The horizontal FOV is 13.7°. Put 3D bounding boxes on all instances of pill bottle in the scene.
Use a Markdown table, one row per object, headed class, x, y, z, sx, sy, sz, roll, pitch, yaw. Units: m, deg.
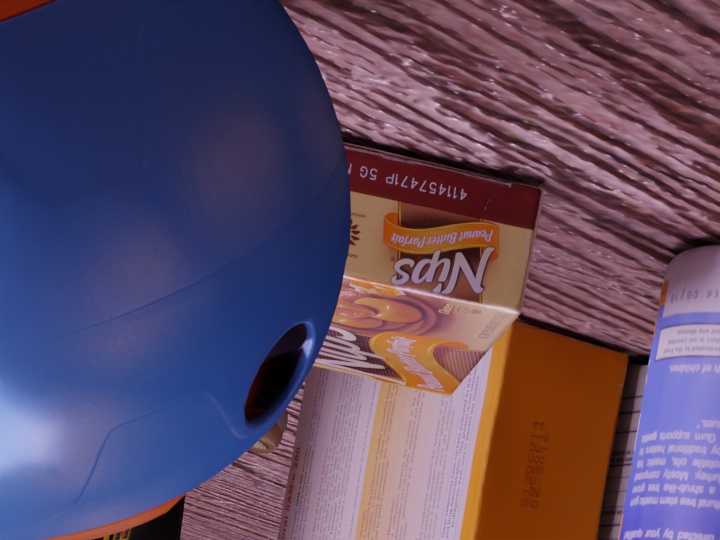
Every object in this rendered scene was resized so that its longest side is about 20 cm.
| class | x | y | z | sx | sy | sz | roll | pitch | yaw |
| --- | --- | --- | --- | --- | --- | --- | --- | --- | --- |
| pill bottle | 0.158 | 0.099 | 1.179 | 0.112 | 0.201 | 0.112 | 11 | 168 | 3 |

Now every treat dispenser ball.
| class | x | y | z | sx | sy | sz | roll | pitch | yaw |
| --- | --- | --- | --- | --- | --- | --- | --- | --- | --- |
| treat dispenser ball | -0.102 | -0.018 | 0.890 | 0.200 | 0.202 | 0.201 | 11 | 168 | 2 |

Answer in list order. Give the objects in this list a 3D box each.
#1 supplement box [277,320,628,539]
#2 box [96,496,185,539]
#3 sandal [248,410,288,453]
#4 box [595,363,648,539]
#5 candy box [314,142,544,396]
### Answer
| class | x | y | z | sx | sy | sz | roll | pitch | yaw |
| --- | --- | --- | --- | --- | --- | --- | --- | --- | --- |
| supplement box | 0.041 | 0.099 | 1.468 | 0.073 | 0.127 | 0.200 | 16 | 168 | -27 |
| box | -0.148 | 0.102 | 1.498 | 0.049 | 0.161 | 0.200 | 5 | 177 | 23 |
| sandal | -0.102 | -0.002 | 1.231 | 0.200 | 0.054 | 0.080 | 38 | 172 | 6 |
| box | 0.152 | 0.154 | 1.431 | 0.109 | 0.201 | 0.128 | 17 | 167 | -25 |
| candy box | 0.000 | 0.000 | 1.220 | 0.115 | 0.056 | 0.200 | 13 | 168 | -4 |
